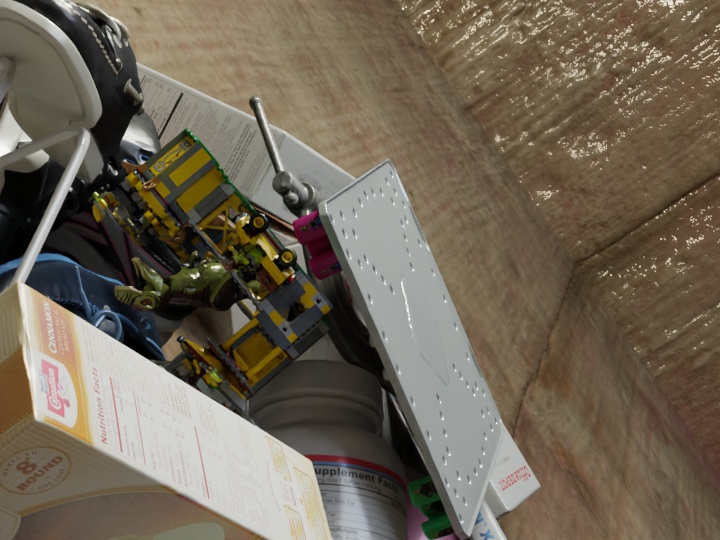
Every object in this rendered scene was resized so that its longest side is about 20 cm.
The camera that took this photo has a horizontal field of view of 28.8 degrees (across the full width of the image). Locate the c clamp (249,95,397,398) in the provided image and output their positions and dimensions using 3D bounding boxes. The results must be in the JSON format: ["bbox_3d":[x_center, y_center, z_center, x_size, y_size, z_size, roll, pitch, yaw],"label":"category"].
[{"bbox_3d":[0.000,0.000,0.906,0.200,0.027,0.172,45,25,-50],"label":"c clamp"}]

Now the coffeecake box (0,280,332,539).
[{"bbox_3d":[-0.128,0.113,0.609,0.200,0.153,0.073,39,23,-45],"label":"coffeecake box"}]

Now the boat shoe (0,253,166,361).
[{"bbox_3d":[-0.159,0.036,0.798,0.069,0.084,0.200,47,16,15],"label":"boat shoe"}]

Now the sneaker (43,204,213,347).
[{"bbox_3d":[-0.168,-0.047,0.935,0.200,0.086,0.081,48,16,-24],"label":"sneaker"}]

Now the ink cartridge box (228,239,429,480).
[{"bbox_3d":[-0.020,0.078,1.006,0.200,0.083,0.146,47,32,-66],"label":"ink cartridge box"}]

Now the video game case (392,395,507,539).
[{"bbox_3d":[0.087,0.190,0.981,0.183,0.022,0.201,61,-3,43],"label":"video game case"}]

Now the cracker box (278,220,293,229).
[{"bbox_3d":[-0.040,-0.032,1.338,0.135,0.057,0.200,59,17,13],"label":"cracker box"}]

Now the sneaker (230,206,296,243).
[{"bbox_3d":[-0.138,-0.029,1.030,0.199,0.080,0.071,27,8,-17],"label":"sneaker"}]

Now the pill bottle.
[{"bbox_3d":[-0.026,0.159,0.806,0.109,0.108,0.202,38,42,-47],"label":"pill bottle"}]

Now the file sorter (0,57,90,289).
[{"bbox_3d":[-0.239,-0.065,0.607,0.200,0.124,0.140,45,45,-32],"label":"file sorter"}]

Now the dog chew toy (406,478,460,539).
[{"bbox_3d":[0.033,0.226,0.937,0.200,0.124,0.125,54,14,-36],"label":"dog chew toy"}]

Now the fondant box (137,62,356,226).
[{"bbox_3d":[-0.106,-0.094,1.096,0.199,0.059,0.144,29,0,32],"label":"fondant box"}]

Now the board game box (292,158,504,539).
[{"bbox_3d":[0.029,0.041,0.852,0.201,0.026,0.200,67,15,-6],"label":"board game box"}]

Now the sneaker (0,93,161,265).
[{"bbox_3d":[-0.172,-0.046,0.829,0.111,0.073,0.201,23,46,-17],"label":"sneaker"}]

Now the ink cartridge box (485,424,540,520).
[{"bbox_3d":[0.067,0.141,1.257,0.201,0.083,0.145,58,16,10],"label":"ink cartridge box"}]

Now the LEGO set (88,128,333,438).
[{"bbox_3d":[-0.096,0.021,0.748,0.154,0.116,0.200,51,-8,-6],"label":"LEGO set"}]

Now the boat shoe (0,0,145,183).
[{"bbox_3d":[-0.142,-0.102,0.705,0.074,0.061,0.200,35,-14,5],"label":"boat shoe"}]
